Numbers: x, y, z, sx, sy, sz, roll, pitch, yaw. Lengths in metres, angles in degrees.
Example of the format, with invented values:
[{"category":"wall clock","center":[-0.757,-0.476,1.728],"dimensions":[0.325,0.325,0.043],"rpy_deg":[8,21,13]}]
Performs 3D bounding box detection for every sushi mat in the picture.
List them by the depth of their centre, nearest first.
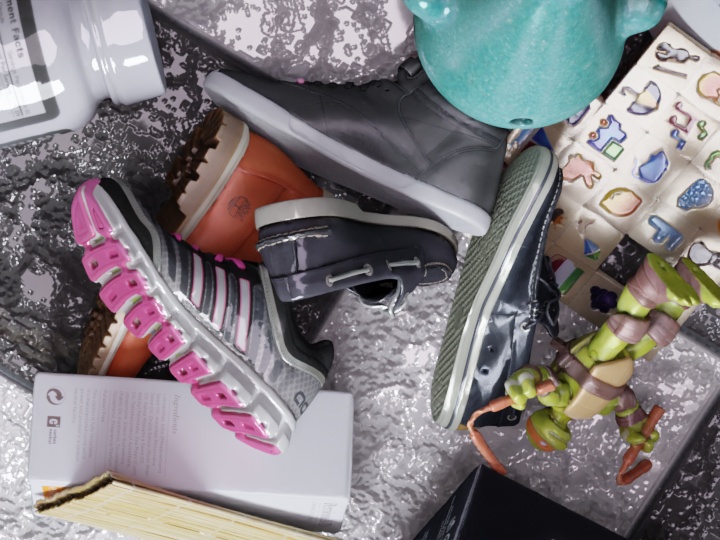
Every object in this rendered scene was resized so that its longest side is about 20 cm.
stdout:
[{"category":"sushi mat","center":[-0.098,0.161,1.703],"dimensions":[0.199,0.095,0.012],"rpy_deg":[20,62,-35]}]

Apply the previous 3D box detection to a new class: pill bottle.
[{"category":"pill bottle","center":[-0.225,-0.131,1.659],"dimensions":[0.198,0.114,0.115],"rpy_deg":[-14,102,0]}]

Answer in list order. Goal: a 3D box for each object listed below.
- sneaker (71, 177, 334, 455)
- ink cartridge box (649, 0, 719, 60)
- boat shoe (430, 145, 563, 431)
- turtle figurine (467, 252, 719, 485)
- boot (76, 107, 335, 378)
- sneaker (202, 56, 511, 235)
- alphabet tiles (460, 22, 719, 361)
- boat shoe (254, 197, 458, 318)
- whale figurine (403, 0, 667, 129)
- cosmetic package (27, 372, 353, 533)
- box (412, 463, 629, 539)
[{"category":"sneaker","center":[-0.090,0.013,1.649],"dimensions":[0.087,0.074,0.200],"rpy_deg":[-44,97,-24]},{"category":"ink cartridge box","center":[0.204,-0.156,1.646],"dimensions":[0.198,0.162,0.051],"rpy_deg":[15,81,-6]},{"category":"boat shoe","center":[0.097,0.014,1.718],"dimensions":[0.062,0.075,0.201],"rpy_deg":[11,115,-10]},{"category":"turtle figurine","center":[0.156,0.061,1.701],"dimensions":[0.199,0.065,0.161],"rpy_deg":[19,119,-48]},{"category":"boot","center":[-0.099,0.009,1.718],"dimensions":[0.107,0.075,0.201],"rpy_deg":[30,105,-21]},{"category":"sneaker","center":[0.006,-0.105,1.705],"dimensions":[0.199,0.071,0.100],"rpy_deg":[24,80,6]},{"category":"alphabet tiles","center":[0.173,-0.055,1.709],"dimensions":[0.167,0.008,0.200],"rpy_deg":[34,120,-8]},{"category":"boat shoe","center":[0.000,0.000,1.663],"dimensions":[0.072,0.200,0.063],"rpy_deg":[-13,77,28]},{"category":"whale figurine","center":[0.101,-0.143,1.580],"dimensions":[0.158,0.200,0.105],"rpy_deg":[3,80,-10]},{"category":"cosmetic package","center":[-0.106,0.116,1.714],"dimensions":[0.198,0.102,0.072],"rpy_deg":[3,72,-3]},{"category":"box","center":[0.103,0.250,1.706],"dimensions":[0.196,0.118,0.200],"rpy_deg":[28,139,-8]}]
